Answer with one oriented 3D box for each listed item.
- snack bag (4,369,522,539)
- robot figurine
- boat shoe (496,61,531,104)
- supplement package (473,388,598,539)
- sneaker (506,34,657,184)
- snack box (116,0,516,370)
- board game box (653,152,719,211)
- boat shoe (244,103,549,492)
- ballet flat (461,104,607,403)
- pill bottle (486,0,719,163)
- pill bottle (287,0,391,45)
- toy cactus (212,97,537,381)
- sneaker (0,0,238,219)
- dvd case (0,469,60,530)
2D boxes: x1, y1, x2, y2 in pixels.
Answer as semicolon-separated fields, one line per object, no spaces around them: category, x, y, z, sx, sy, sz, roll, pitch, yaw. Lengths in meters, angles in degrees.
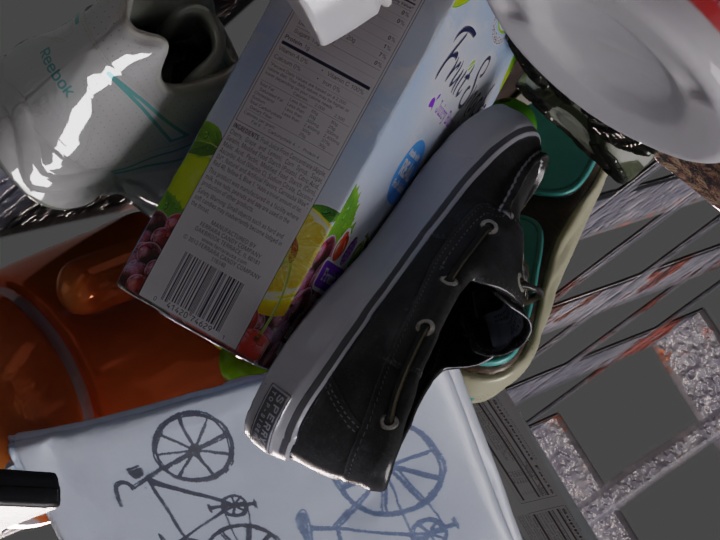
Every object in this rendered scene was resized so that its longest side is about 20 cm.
snack bag;-0.032;0.119;1.164;0.199;0.189;0.021;-15;-146;11
robot figurine;-0.126;0.046;1.217;0.199;0.117;0.143;-25;-169;-38
boat shoe;0.049;-0.092;1.269;0.200;0.059;0.072;-40;-160;44
supplement package;0.016;0.162;1.338;0.151;0.151;0.200;-37;166;21
sneaker;0.110;-0.096;1.051;0.089;0.077;0.200;-50;178;-3
snack box;-0.001;-0.059;1.019;0.201;0.067;0.169;-63;169;-1
board game box;0.210;-0.148;1.211;0.200;0.097;0.160;-51;178;-24
boat shoe;0.032;0.011;0.990;0.200;0.066;0.070;-48;163;-48
ballet flat;0.080;-0.022;1.303;0.201;0.069;0.070;-66;-176;-24
pill bottle;0.139;-0.146;0.908;0.200;0.114;0.114;-51;174;-13
pill bottle;0.049;-0.156;0.808;0.199;0.113;0.112;-32;170;-1
toy cactus;0.000;0.000;1.204;0.200;0.102;0.165;-53;165;-31
sneaker;-0.070;-0.063;1.010;0.080;0.071;0.200;-38;168;16
dvd case;-0.238;0.111;1.106;0.142;0.018;0.199;7;158;-44
